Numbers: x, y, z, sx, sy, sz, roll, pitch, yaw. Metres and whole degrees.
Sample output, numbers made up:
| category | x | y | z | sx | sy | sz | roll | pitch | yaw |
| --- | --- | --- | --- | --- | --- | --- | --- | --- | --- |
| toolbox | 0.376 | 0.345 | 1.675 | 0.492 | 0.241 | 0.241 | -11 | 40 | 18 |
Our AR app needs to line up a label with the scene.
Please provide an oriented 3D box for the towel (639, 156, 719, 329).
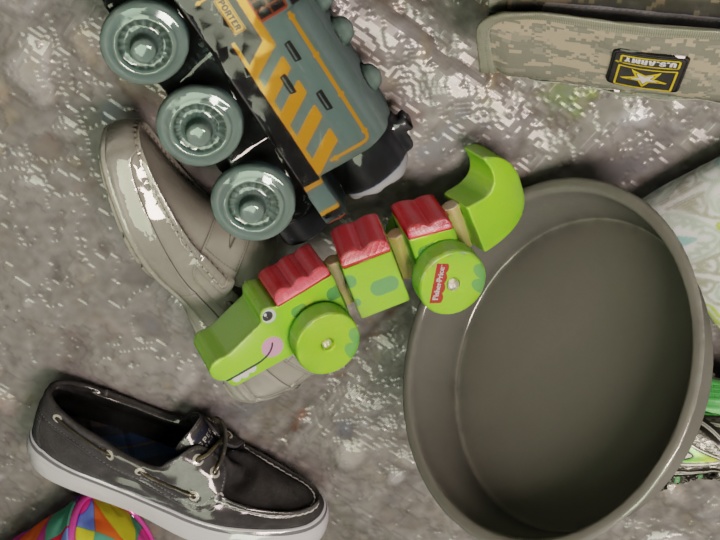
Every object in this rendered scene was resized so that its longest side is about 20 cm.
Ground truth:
| category | x | y | z | sx | sy | sz | roll | pitch | yaw |
| --- | --- | --- | --- | --- | --- | --- | --- | --- | --- |
| towel | 0.273 | -0.001 | 0.928 | 0.170 | 0.048 | 0.200 | -30 | 114 | 26 |

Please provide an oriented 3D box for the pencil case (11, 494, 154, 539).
| category | x | y | z | sx | sy | sz | roll | pitch | yaw |
| --- | --- | --- | --- | --- | --- | --- | --- | --- | --- |
| pencil case | -0.225 | 0.227 | 1.154 | 0.088 | 0.089 | 0.199 | 42 | 120 | -19 |

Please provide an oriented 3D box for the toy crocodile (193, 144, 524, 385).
| category | x | y | z | sx | sy | sz | roll | pitch | yaw |
| --- | --- | --- | --- | --- | --- | --- | --- | --- | --- |
| toy crocodile | 0.000 | 0.000 | 0.929 | 0.198 | 0.068 | 0.062 | -26 | 123 | -3 |

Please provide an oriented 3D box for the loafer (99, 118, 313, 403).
| category | x | y | z | sx | sy | sz | roll | pitch | yaw |
| --- | --- | --- | --- | --- | --- | --- | --- | --- | --- |
| loafer | -0.081 | -0.009 | 0.977 | 0.069 | 0.070 | 0.201 | -20 | 127 | 16 |

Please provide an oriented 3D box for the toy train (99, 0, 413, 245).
| category | x | y | z | sx | sy | sz | roll | pitch | yaw |
| --- | --- | --- | --- | --- | --- | --- | --- | --- | --- |
| toy train | -0.055 | -0.106 | 0.897 | 0.113 | 0.086 | 0.201 | -27 | 117 | 15 |

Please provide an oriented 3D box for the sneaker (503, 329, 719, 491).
| category | x | y | z | sx | sy | sz | roll | pitch | yaw |
| --- | --- | --- | --- | --- | --- | --- | --- | --- | --- |
| sneaker | 0.174 | 0.103 | 0.984 | 0.198 | 0.086 | 0.078 | 17 | 159 | 2 |

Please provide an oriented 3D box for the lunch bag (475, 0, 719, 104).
| category | x | y | z | sx | sy | sz | roll | pitch | yaw |
| --- | --- | --- | --- | --- | --- | --- | --- | --- | --- |
| lunch bag | 0.141 | -0.160 | 0.801 | 0.162 | 0.118 | 0.202 | 6 | 131 | 5 |

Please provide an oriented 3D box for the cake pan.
| category | x | y | z | sx | sy | sz | roll | pitch | yaw |
| --- | --- | --- | --- | --- | --- | --- | --- | --- | --- |
| cake pan | 0.107 | 0.052 | 0.920 | 0.037 | 0.202 | 0.200 | 18 | 134 | -44 |

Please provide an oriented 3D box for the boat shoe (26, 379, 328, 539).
| category | x | y | z | sx | sy | sz | roll | pitch | yaw |
| --- | --- | --- | --- | --- | --- | --- | --- | --- | --- |
| boat shoe | -0.112 | 0.116 | 1.071 | 0.198 | 0.070 | 0.067 | 20 | 128 | 5 |
